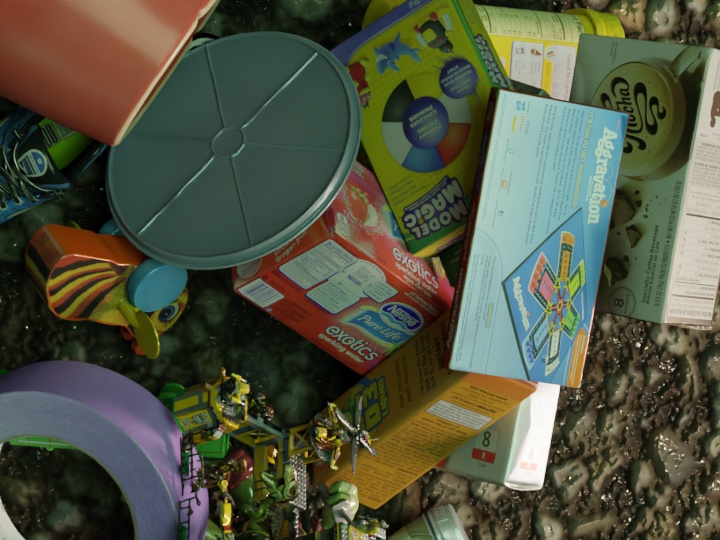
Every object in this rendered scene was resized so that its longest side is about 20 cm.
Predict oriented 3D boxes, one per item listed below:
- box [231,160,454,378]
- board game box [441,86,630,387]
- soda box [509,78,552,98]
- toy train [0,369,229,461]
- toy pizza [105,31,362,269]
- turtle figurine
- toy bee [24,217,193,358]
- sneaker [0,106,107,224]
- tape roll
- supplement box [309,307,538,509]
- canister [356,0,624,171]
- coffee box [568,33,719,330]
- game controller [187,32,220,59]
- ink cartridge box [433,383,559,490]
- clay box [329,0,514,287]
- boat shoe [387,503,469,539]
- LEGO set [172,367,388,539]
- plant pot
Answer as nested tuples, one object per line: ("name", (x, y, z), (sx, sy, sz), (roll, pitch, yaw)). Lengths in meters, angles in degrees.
("box", (0.000, 0.000, 1.543), (0.200, 0.100, 0.096), (35, 36, -41))
("board game box", (0.124, -0.022, 1.450), (0.103, 0.019, 0.201), (9, 94, -16))
("soda box", (0.172, -0.060, 1.593), (0.200, 0.068, 0.063), (41, 86, -25))
("toy train", (-0.190, 0.109, 1.512), (0.199, 0.042, 0.057), (4, 100, 2))
("toy pizza", (-0.090, -0.085, 1.483), (0.200, 0.200, 0.032), (-53, 147, -12))
("turtle figurine", (-0.078, 0.199, 1.532), (0.194, 0.200, 0.144), (42, 109, 2))
("toy bee", (-0.165, 0.021, 1.514), (0.200, 0.131, 0.109), (13, 121, -27))
("sneaker", (-0.257, -0.075, 1.477), (0.200, 0.089, 0.079), (-39, 106, -17))
("tape roll", (-0.212, 0.169, 1.465), (0.200, 0.066, 0.201), (5, 110, 14))
("supplement box", (0.044, 0.103, 1.550), (0.069, 0.200, 0.067), (20, 45, -31))
("canister", (0.101, -0.142, 1.634), (0.199, 0.087, 0.149), (3, 94, -23))
("coffee box", (0.209, -0.065, 1.496), (0.080, 0.113, 0.201), (5, 96, -52))
("game controller", (-0.086, -0.087, 1.578), (0.200, 0.042, 0.104), (43, 77, -20))
("ink cartridge box", (0.092, 0.060, 1.600), (0.050, 0.162, 0.201), (7, 91, -37))
("clay box", (0.064, -0.099, 1.513), (0.048, 0.115, 0.200), (5, 58, -61))
("boat shoe", (0.084, 0.286, 1.675), (0.062, 0.072, 0.200), (-23, 100, 4))
("LEGO set", (-0.048, 0.159, 1.417), (0.154, 0.116, 0.200), (40, 42, -41))
("plant pot", (-0.202, -0.192, 1.413), (0.177, 0.200, 0.201), (34, 79, -6))
